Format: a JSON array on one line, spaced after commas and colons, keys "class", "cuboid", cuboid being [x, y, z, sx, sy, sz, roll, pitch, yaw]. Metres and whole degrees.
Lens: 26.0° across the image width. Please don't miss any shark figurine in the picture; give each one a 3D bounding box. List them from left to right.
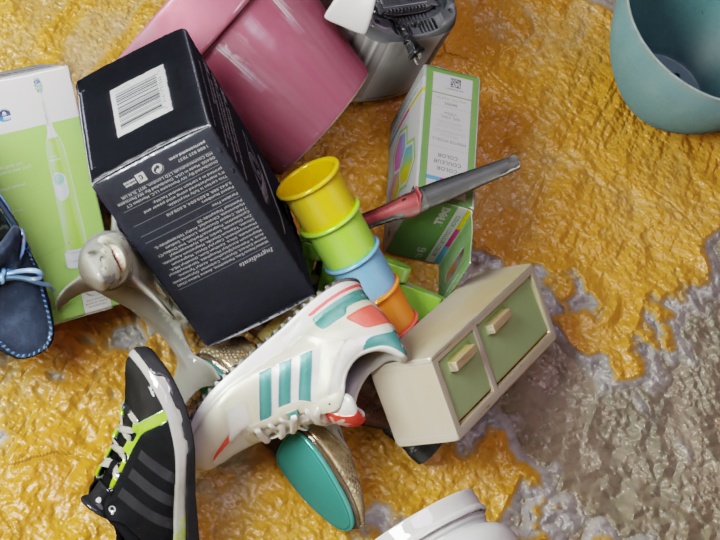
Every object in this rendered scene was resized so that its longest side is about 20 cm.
[{"class": "shark figurine", "cuboid": [-0.193, 0.029, 1.243, 0.089, 0.215, 0.129, -26, 50, 2]}]

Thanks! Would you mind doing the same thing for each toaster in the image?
[{"class": "toaster", "cuboid": [0.013, -0.252, 1.494, 0.113, 0.129, 0.201, -14, 67, -24]}]

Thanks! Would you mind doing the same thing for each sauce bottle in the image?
[{"class": "sauce bottle", "cuboid": [-0.011, 0.087, 1.331, 0.200, 0.066, 0.066, 42, 57, -10]}]

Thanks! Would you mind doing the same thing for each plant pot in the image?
[{"class": "plant pot", "cuboid": [-0.099, -0.192, 1.400, 0.179, 0.200, 0.200, 42, 57, -12]}, {"class": "plant pot", "cuboid": [0.333, -0.216, 1.578, 0.199, 0.135, 0.201, 8, 60, -14]}]

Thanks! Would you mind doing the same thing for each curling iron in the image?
[{"class": "curling iron", "cuboid": [0.042, -0.068, 1.345, 0.198, 0.026, 0.050, -15, 84, 2]}]

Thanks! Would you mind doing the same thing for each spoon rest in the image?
[{"class": "spoon rest", "cuboid": [0.013, -0.303, 1.400, 0.099, 0.061, 0.201, 20, 52, -12]}]

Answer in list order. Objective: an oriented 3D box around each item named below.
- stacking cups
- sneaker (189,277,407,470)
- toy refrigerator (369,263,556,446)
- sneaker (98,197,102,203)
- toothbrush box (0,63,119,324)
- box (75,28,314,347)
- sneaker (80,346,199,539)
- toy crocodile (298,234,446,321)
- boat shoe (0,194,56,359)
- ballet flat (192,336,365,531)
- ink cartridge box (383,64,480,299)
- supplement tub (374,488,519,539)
[{"class": "stacking cups", "cuboid": [0.000, 0.000, 1.325, 0.061, 0.060, 0.201, -48, 122, -32]}, {"class": "sneaker", "cuboid": [-0.049, 0.101, 1.233, 0.200, 0.070, 0.093, -43, 71, -5]}, {"class": "toy refrigerator", "cuboid": [0.094, 0.069, 1.329, 0.200, 0.070, 0.076, -37, 111, -51]}, {"class": "sneaker", "cuboid": [-0.235, -0.084, 1.356, 0.199, 0.081, 0.089, 16, 65, -4]}, {"class": "toothbrush box", "cuboid": [-0.292, -0.053, 1.253, 0.145, 0.086, 0.202, -17, 106, -26]}, {"class": "box", "cuboid": [-0.132, -0.065, 1.254, 0.104, 0.201, 0.148, -26, 40, 5]}, {"class": "sneaker", "cuboid": [-0.172, 0.160, 1.191, 0.082, 0.072, 0.202, -11, 107, -22]}, {"class": "toy crocodile", "cuboid": [-0.020, 0.010, 1.385, 0.199, 0.062, 0.068, 16, 100, -11]}, {"class": "boat shoe", "cuboid": [-0.291, -0.015, 1.171, 0.084, 0.069, 0.201, -37, 114, -18]}, {"class": "ballet flat", "cuboid": [-0.055, 0.128, 1.303, 0.200, 0.071, 0.065, 47, 48, 6]}, {"class": "ink cartridge box", "cuboid": [0.064, -0.075, 1.430, 0.059, 0.104, 0.201, 11, 60, -12]}, {"class": "supplement tub", "cuboid": [0.088, 0.287, 1.215, 0.144, 0.145, 0.201, -23, 72, -28]}]
